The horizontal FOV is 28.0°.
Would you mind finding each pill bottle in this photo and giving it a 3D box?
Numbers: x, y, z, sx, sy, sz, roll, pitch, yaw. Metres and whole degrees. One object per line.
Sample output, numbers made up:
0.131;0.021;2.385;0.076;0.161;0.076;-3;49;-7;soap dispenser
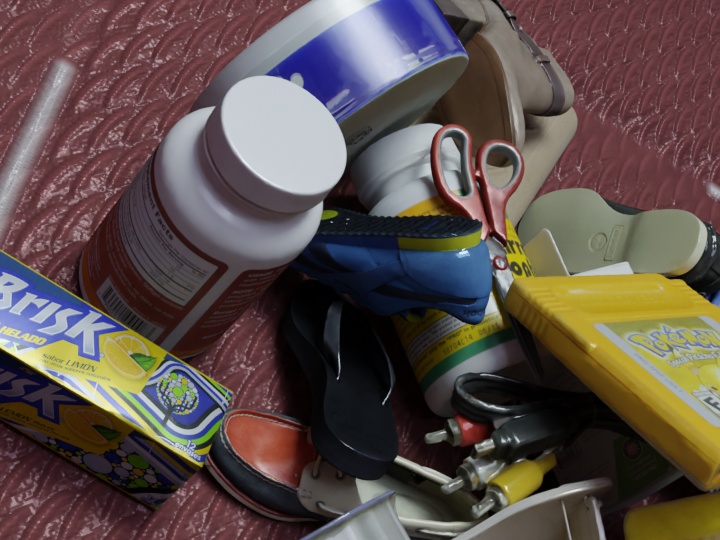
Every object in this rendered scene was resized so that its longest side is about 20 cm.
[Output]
-0.094;-0.033;0.920;0.112;0.200;0.112;18;52;-25;pill bottle
0.066;-0.003;1.075;0.113;0.113;0.200;-6;64;-38;pill bottle

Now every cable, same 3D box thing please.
0.138;0.105;0.994;0.199;0.050;0.097;-10;50;-27;cable

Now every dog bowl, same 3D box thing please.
-0.023;-0.125;1.033;0.200;0.200;0.079;-30;83;-44;dog bowl

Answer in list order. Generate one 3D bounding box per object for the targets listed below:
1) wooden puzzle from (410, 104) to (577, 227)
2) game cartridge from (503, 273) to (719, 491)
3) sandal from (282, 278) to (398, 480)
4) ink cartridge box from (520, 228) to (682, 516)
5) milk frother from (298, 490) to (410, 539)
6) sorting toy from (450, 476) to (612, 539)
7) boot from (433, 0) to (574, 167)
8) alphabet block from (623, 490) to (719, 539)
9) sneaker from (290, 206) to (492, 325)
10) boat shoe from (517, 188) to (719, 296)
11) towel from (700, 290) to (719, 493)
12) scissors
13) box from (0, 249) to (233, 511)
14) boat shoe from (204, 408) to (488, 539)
0.082;-0.140;1.230;0.200;0.046;0.185;45;46;-8;wooden puzzle
0.218;0.065;0.965;0.176;0.033;0.200;-2;35;-40;game cartridge
-0.004;0.065;0.983;0.076;0.043;0.200;22;25;-24;sandal
0.176;0.074;1.096;0.067;0.117;0.200;-11;68;-36;ink cartridge box
0.001;0.236;0.793;0.180;0.200;0.188;-26;79;-25;milk frother
0.086;0.251;0.935;0.179;0.107;0.201;-6;78;-20;sorting toy
0.122;-0.150;1.169;0.146;0.070;0.200;13;45;-45;boot
0.306;0.234;0.961;0.200;0.195;0.197;15;61;-65;alphabet block
0.000;0.000;1.008;0.066;0.200;0.079;-30;120;-51;sneaker
0.207;-0.019;1.155;0.063;0.201;0.074;30;80;-38;boat shoe
0.296;0.102;1.153;0.147;0.024;0.200;-55;135;-46;towel
0.088;-0.014;1.016;0.073;0.014;0.201;7;63;-18;scissors
-0.184;0.061;0.883;0.200;0.070;0.064;33;45;-13;box
-0.010;0.139;0.960;0.200;0.063;0.071;28;50;-16;boat shoe
